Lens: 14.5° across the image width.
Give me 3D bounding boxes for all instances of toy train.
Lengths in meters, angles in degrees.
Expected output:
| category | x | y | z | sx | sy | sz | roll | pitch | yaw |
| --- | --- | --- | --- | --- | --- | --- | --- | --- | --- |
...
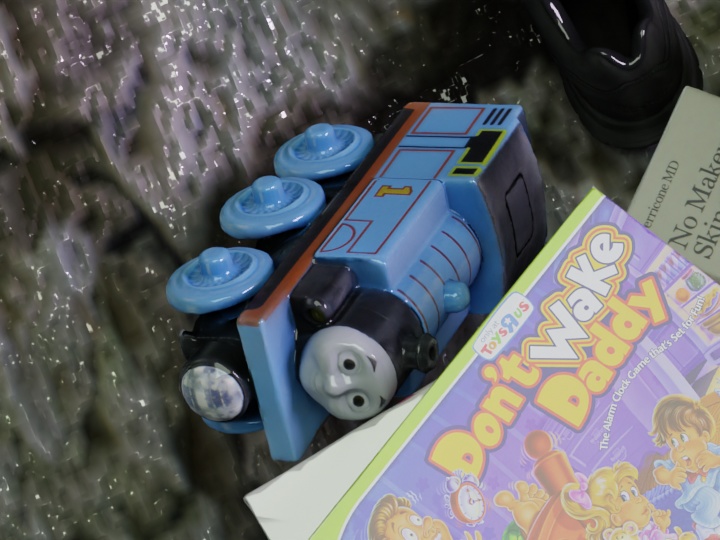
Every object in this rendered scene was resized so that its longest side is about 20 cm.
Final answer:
| category | x | y | z | sx | sy | sz | roll | pitch | yaw |
| --- | --- | --- | --- | --- | --- | --- | --- | --- | --- |
| toy train | 0.000 | 0.000 | 1.181 | 0.114 | 0.087 | 0.200 | 0 | 31 | 27 |

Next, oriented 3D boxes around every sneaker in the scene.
| category | x | y | z | sx | sy | sz | roll | pitch | yaw |
| --- | --- | --- | --- | --- | --- | --- | --- | --- | --- |
| sneaker | 0.087 | -0.152 | 1.249 | 0.076 | 0.091 | 0.200 | -33 | 68 | 1 |

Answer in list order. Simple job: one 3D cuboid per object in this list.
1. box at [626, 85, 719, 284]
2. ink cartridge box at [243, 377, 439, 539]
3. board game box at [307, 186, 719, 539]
| category | x | y | z | sx | sy | sz | roll | pitch | yaw |
| --- | --- | --- | --- | --- | --- | --- | --- | --- | --- |
| box | 0.213 | 0.000 | 1.187 | 0.199 | 0.068 | 0.082 | 21 | 77 | 16 |
| ink cartridge box | 0.054 | 0.115 | 1.150 | 0.199 | 0.129 | 0.126 | -31 | 75 | 2 |
| board game box | 0.078 | 0.090 | 1.062 | 0.134 | 0.045 | 0.200 | 38 | 86 | 13 |
